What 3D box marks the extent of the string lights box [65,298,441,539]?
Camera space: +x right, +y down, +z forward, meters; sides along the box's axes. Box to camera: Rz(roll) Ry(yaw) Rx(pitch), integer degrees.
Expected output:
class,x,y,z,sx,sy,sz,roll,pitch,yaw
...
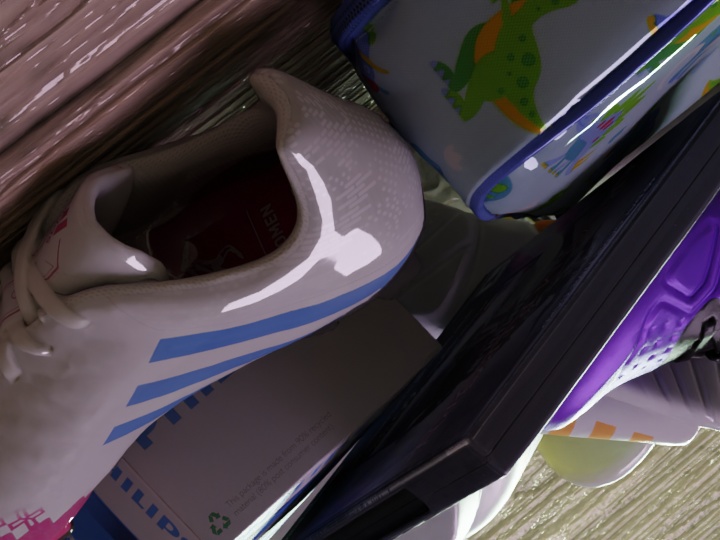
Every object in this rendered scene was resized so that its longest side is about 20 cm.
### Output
class,x,y,z,sx,sy,sz,roll,pitch,yaw
string lights box,-0.056,0.069,0.815,0.103,0.059,0.200,-41,175,-28

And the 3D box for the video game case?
class,x,y,z,sx,sy,sz,roll,pitch,yaw
video game case,0.042,0.027,0.779,0.143,0.019,0.200,-51,-177,-25

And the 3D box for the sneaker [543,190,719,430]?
class,x,y,z,sx,sy,sz,roll,pitch,yaw
sneaker,0.139,0.000,0.884,0.200,0.100,0.070,-45,-179,-22

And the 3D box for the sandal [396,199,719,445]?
class,x,y,z,sx,sy,sz,roll,pitch,yaw
sandal,0.062,0.021,0.940,0.059,0.206,0.079,116,-14,-48

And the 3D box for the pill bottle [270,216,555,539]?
class,x,y,z,sx,sy,sz,roll,pitch,yaw
pill bottle,0.025,0.049,1.073,0.114,0.114,0.200,-44,-176,32

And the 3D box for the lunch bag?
class,x,y,z,sx,sy,sz,roll,pitch,yaw
lunch bag,0.079,-0.091,0.717,0.161,0.083,0.200,-40,174,10

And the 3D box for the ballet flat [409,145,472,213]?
class,x,y,z,sx,sy,sz,roll,pitch,yaw
ballet flat,0.000,0.000,0.972,0.200,0.072,0.072,-40,174,-9

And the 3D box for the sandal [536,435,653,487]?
class,x,y,z,sx,sy,sz,roll,pitch,yaw
sandal,0.113,0.014,1.203,0.082,0.203,0.050,-23,144,23

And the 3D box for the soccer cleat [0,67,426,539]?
class,x,y,z,sx,sy,sz,roll,pitch,yaw
soccer cleat,-0.077,0.014,0.665,0.200,0.070,0.086,-36,147,12

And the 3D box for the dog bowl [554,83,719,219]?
class,x,y,z,sx,sy,sz,roll,pitch,yaw
dog bowl,0.125,-0.109,0.909,0.200,0.074,0.200,-40,173,-6
